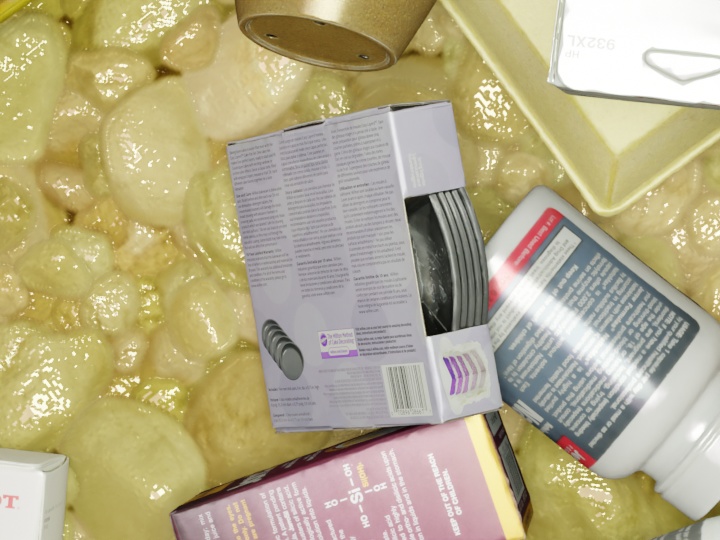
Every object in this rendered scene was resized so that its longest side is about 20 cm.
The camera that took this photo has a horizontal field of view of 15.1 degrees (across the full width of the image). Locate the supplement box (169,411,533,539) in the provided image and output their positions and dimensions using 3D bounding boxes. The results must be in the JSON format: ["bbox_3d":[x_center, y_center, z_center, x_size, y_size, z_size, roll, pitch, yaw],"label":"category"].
[{"bbox_3d":[-0.003,0.148,1.648,0.199,0.110,0.086,-20,90,6],"label":"supplement box"}]

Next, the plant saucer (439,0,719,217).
[{"bbox_3d":[0.169,-0.168,1.646,0.200,0.048,0.200,-36,89,6],"label":"plant saucer"}]

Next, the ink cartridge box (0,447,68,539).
[{"bbox_3d":[-0.264,0.208,1.692,0.146,0.083,0.201,6,94,6],"label":"ink cartridge box"}]

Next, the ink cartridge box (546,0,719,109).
[{"bbox_3d":[0.184,-0.134,1.522,0.145,0.200,0.084,6,94,6],"label":"ink cartridge box"}]

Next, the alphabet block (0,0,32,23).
[{"bbox_3d":[-0.262,-0.236,1.579,0.196,0.195,0.200,-36,95,-8],"label":"alphabet block"}]

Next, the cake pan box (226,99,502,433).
[{"bbox_3d":[0.000,0.000,1.606,0.052,0.200,0.185,-13,92,-33],"label":"cake pan box"}]

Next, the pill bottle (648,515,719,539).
[{"bbox_3d":[0.191,0.212,1.611,0.199,0.113,0.113,-22,90,19],"label":"pill bottle"}]

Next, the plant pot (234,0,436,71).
[{"bbox_3d":[-0.005,-0.222,1.541,0.186,0.186,0.201,12,78,5],"label":"plant pot"}]

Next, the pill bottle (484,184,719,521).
[{"bbox_3d":[0.149,0.054,1.623,0.200,0.120,0.120,38,96,4],"label":"pill bottle"}]
